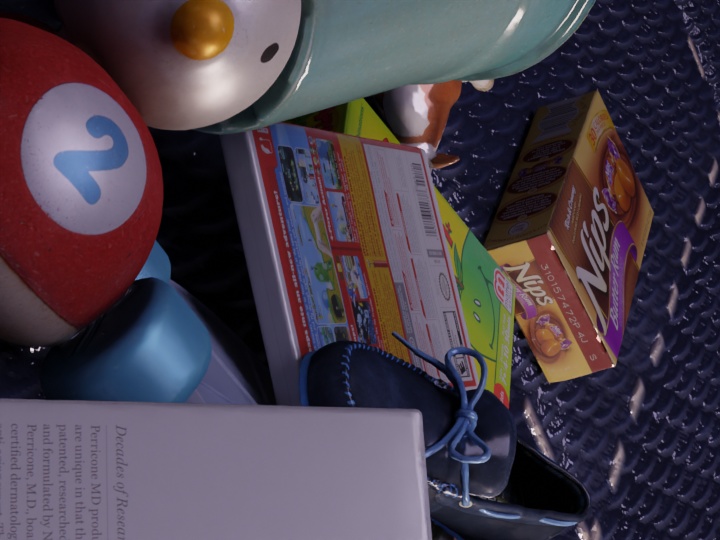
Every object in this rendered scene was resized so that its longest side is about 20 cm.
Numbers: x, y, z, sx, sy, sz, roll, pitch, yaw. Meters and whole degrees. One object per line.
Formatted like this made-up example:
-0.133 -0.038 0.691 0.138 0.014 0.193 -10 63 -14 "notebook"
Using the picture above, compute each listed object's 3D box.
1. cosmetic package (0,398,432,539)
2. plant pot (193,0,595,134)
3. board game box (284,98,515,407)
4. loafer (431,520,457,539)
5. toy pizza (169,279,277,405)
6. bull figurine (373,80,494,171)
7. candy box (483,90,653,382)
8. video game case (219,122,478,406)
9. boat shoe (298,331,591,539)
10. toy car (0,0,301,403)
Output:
-0.084 0.091 0.590 0.198 0.101 0.072 3 67 -16 "cosmetic package"
-0.017 -0.160 0.808 0.196 0.199 0.202 -28 101 -45 "plant pot"
0.022 -0.001 1.006 0.200 0.047 0.102 48 37 -40 "board game box"
0.022 0.156 0.905 0.200 0.071 0.063 -42 120 -63 "loafer"
-0.046 0.083 0.780 0.200 0.032 0.200 50 4 -5 "toy pizza"
0.026 -0.143 1.071 0.121 0.065 0.201 -32 107 -65 "bull figurine"
0.152 -0.028 1.252 0.117 0.056 0.200 61 29 -24 "candy box"
0.000 0.000 0.888 0.200 0.017 0.144 3 73 -63 "video game case"
0.046 0.077 0.835 0.200 0.068 0.085 30 52 -51 "boat shoe"
-0.084 -0.079 0.642 0.185 0.200 0.177 52 -1 -24 "toy car"
